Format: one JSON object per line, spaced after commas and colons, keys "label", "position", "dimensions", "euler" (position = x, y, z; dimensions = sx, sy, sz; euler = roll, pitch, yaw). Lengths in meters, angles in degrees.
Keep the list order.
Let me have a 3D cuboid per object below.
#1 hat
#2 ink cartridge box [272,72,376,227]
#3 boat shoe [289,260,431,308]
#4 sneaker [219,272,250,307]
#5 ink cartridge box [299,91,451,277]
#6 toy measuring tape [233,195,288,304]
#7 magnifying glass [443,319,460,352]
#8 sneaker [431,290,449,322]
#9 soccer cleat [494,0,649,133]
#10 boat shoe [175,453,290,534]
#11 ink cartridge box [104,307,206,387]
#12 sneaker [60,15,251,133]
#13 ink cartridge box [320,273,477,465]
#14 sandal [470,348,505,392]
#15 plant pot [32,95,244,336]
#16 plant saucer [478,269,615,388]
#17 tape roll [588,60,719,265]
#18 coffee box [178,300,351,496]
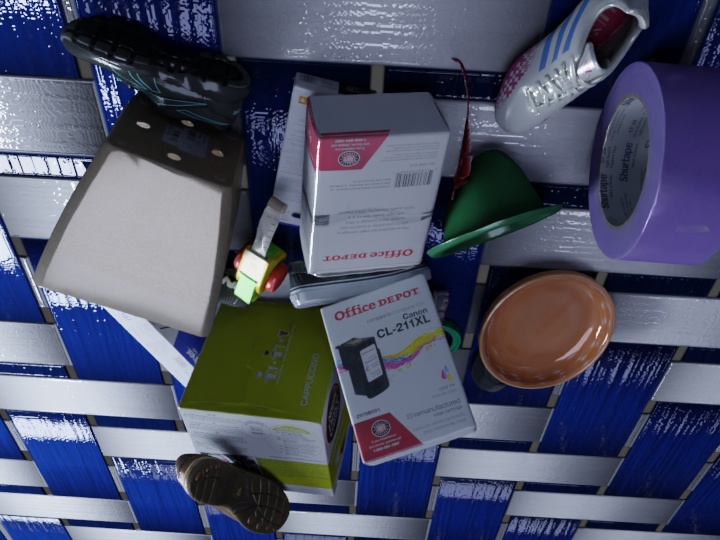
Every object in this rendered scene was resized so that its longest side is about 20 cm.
{"label": "hat", "position": [0.138, -0.128, 0.831], "dimensions": [0.164, 0.178, 0.200], "euler": [-16, 174, -33]}
{"label": "ink cartridge box", "position": [-0.049, -0.133, 0.835], "dimensions": [0.094, 0.037, 0.201], "euler": [11, 132, -8]}
{"label": "boat shoe", "position": [0.000, 0.000, 0.933], "dimensions": [0.198, 0.072, 0.072], "euler": [-8, 173, -18]}
{"label": "sneaker", "position": [-0.240, 0.028, 0.947], "dimensions": [0.199, 0.066, 0.091], "euler": [24, 89, -37]}
{"label": "ink cartridge box", "position": [0.009, -0.094, 0.793], "dimensions": [0.144, 0.085, 0.201], "euler": [-5, 136, -13]}
{"label": "toy measuring tape", "position": [-0.119, -0.031, 0.902], "dimensions": [0.073, 0.074, 0.201], "euler": [16, 135, -12]}
{"label": "magnifying glass", "position": [0.061, 0.122, 1.090], "dimensions": [0.198, 0.023, 0.080], "euler": [-20, 131, 19]}
{"label": "sneaker", "position": [0.056, 0.107, 0.969], "dimensions": [0.087, 0.202, 0.074], "euler": [20, 159, 4]}
{"label": "soccer cleat", "position": [0.207, -0.205, 0.709], "dimensions": [0.069, 0.087, 0.200], "euler": [24, 131, -19]}
{"label": "boat shoe", "position": [-0.175, 0.304, 0.971], "dimensions": [0.067, 0.072, 0.200], "euler": [15, 158, 49]}
{"label": "ink cartridge box", "position": [-0.282, 0.073, 1.011], "dimensions": [0.044, 0.095, 0.201], "euler": [-16, 132, 19]}
{"label": "sneaker", "position": [-0.221, -0.205, 0.748], "dimensions": [0.198, 0.076, 0.080], "euler": [18, 135, -13]}
{"label": "ink cartridge box", "position": [0.046, 0.125, 0.880], "dimensions": [0.144, 0.202, 0.083], "euler": [-19, 161, 3]}
{"label": "sandal", "position": [0.222, 0.130, 1.065], "dimensions": [0.074, 0.048, 0.202], "euler": [10, 133, -7]}
{"label": "plant pot", "position": [-0.231, -0.078, 0.803], "dimensions": [0.198, 0.201, 0.178], "euler": [19, 122, -15]}
{"label": "plant saucer", "position": [0.262, 0.081, 0.995], "dimensions": [0.198, 0.038, 0.202], "euler": [-4, 122, -6]}
{"label": "tape roll", "position": [0.309, -0.108, 0.718], "dimensions": [0.084, 0.201, 0.201], "euler": [4, 135, -1]}
{"label": "coffee box", "position": [-0.121, 0.183, 1.021], "dimensions": [0.198, 0.201, 0.199], "euler": [4, 135, 9]}
